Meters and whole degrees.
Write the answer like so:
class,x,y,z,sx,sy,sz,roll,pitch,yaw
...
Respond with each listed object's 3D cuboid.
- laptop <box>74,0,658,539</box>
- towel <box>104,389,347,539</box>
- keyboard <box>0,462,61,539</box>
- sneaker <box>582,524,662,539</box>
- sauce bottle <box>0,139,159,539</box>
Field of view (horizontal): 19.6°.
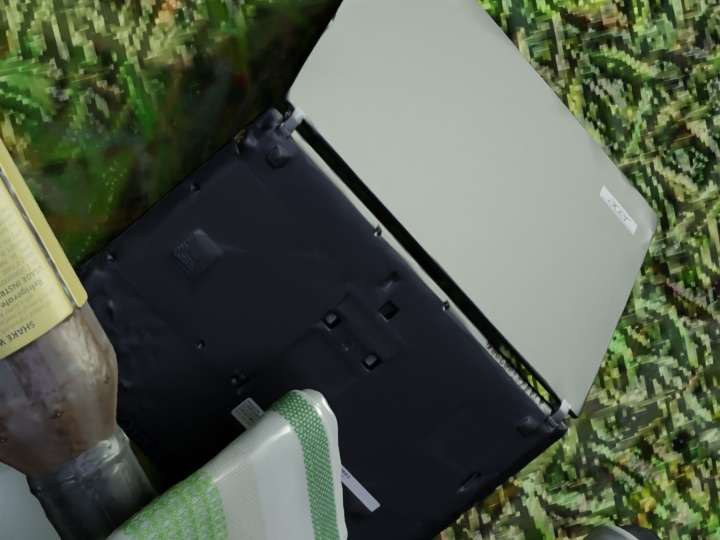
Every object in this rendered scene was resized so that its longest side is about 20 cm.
class,x,y,z,sx,sy,sz,roll,pitch,yaw
laptop,0.000,0.000,0.814,0.200,0.103,0.177,-40,111,10
towel,-0.080,0.144,0.723,0.200,0.031,0.149,-35,134,-33
keyboard,-0.191,0.114,0.733,0.200,0.011,0.056,-27,110,-21
sneaker,0.174,0.142,0.875,0.200,0.075,0.114,46,74,-27
sauce bottle,-0.126,0.017,0.719,0.065,0.065,0.200,-31,102,-20
